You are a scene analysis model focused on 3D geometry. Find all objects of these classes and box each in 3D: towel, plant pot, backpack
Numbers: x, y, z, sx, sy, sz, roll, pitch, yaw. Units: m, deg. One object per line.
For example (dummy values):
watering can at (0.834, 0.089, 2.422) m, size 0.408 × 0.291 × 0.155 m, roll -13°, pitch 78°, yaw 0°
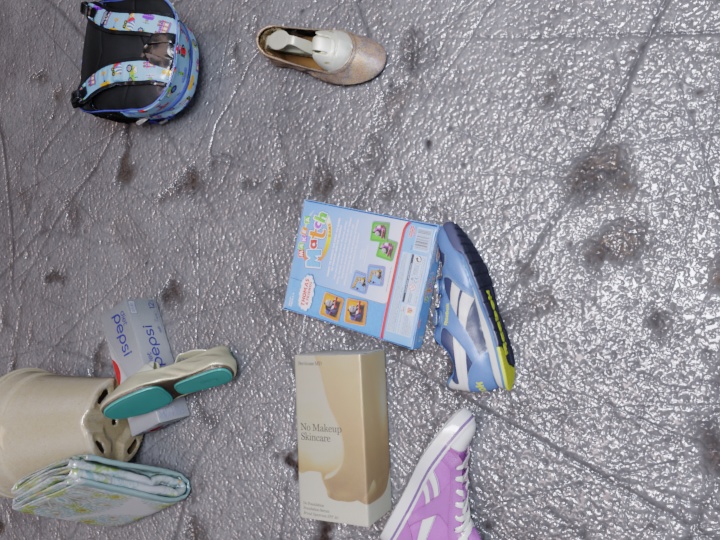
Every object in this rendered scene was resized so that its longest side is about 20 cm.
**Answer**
towel at (-0.382, 0.328, 0.837) m, size 0.170 × 0.200 × 0.049 m, roll -27°, pitch 48°, yaw 25°
plant pot at (-0.454, 0.245, 0.888) m, size 0.180 × 0.200 × 0.204 m, roll -9°, pitch 83°, yaw 16°
backpack at (-0.323, -0.316, 0.862) m, size 0.197 × 0.134 × 0.186 m, roll 7°, pitch 91°, yaw 28°

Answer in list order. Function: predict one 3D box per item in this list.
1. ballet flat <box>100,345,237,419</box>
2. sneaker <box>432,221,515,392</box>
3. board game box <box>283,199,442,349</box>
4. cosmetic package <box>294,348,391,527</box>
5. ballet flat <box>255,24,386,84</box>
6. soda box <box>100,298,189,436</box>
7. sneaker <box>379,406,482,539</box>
ballet flat at (-0.276, 0.156, 0.820) m, size 0.197 × 0.070 × 0.071 m, roll -16°, pitch 79°, yaw -6°
sneaker at (0.114, 0.044, 0.650) m, size 0.081 × 0.074 × 0.203 m, roll -19°, pitch 78°, yaw 28°
board game box at (0.000, 0.000, 0.732) m, size 0.197 × 0.036 × 0.154 m, roll 14°, pitch 94°, yaw 27°
cosmetic package at (-0.022, 0.204, 0.714) m, size 0.104 × 0.071 × 0.204 m, roll -7°, pitch 85°, yaw 28°
ballet flat at (-0.061, -0.295, 0.761) m, size 0.197 × 0.067 × 0.069 m, roll 15°, pitch 95°, yaw 27°
soda box at (-0.340, 0.149, 0.889) m, size 0.068 × 0.063 × 0.203 m, roll -27°, pitch 76°, yaw 24°
sneaker at (0.111, 0.261, 0.648) m, size 0.113 × 0.072 × 0.203 m, roll 30°, pitch 112°, yaw 22°
